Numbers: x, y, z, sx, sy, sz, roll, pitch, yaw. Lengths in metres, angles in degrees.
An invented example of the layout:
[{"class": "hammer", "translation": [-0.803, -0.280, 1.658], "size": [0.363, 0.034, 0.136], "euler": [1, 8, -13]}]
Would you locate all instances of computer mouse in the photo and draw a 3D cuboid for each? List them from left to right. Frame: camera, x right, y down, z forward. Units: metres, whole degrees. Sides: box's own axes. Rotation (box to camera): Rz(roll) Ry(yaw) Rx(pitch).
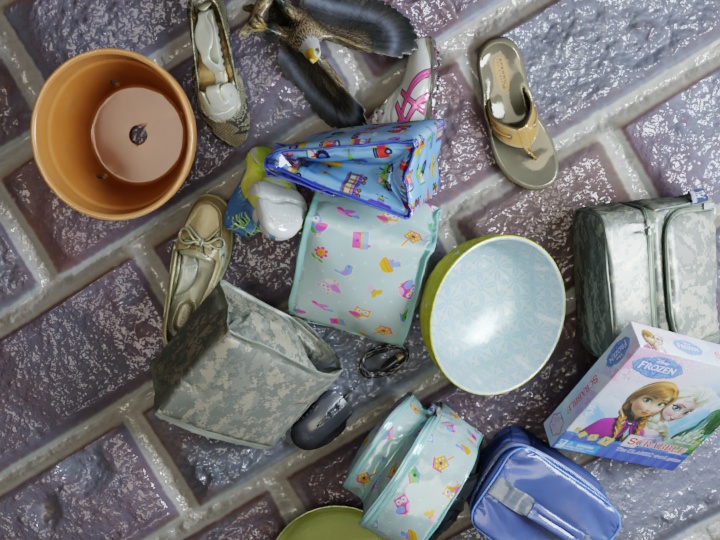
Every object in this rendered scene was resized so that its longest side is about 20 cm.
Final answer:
[{"class": "computer mouse", "translation": [-0.015, 0.168, 1.385], "size": [0.200, 0.034, 0.059], "euler": [-44, 93, 6]}]

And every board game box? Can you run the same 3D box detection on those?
[{"class": "board game box", "translation": [0.361, 0.161, 1.283], "size": [0.197, 0.042, 0.201], "euler": [13, 131, -21]}]

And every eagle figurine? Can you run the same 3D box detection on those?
[{"class": "eagle figurine", "translation": [-0.051, -0.282, 1.294], "size": [0.198, 0.151, 0.153], "euler": [26, 60, -26]}]

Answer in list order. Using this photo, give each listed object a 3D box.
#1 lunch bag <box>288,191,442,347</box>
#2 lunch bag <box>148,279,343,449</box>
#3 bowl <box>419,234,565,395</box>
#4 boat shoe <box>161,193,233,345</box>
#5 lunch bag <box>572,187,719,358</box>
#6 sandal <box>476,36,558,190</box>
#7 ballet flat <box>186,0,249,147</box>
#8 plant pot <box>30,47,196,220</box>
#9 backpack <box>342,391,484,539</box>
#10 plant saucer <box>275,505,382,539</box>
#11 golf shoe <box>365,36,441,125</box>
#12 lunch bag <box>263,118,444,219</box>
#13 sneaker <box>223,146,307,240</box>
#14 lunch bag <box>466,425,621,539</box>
[{"class": "lunch bag", "translation": [0.000, 0.000, 1.318], "size": [0.168, 0.123, 0.202], "euler": [15, 130, 0]}, {"class": "lunch bag", "translation": [-0.141, 0.132, 1.329], "size": [0.199, 0.118, 0.164], "euler": [30, 114, -32]}, {"class": "bowl", "translation": [0.148, 0.046, 1.314], "size": [0.197, 0.107, 0.204], "euler": [-6, 105, -25]}, {"class": "boat shoe", "translation": [-0.216, 0.001, 1.357], "size": [0.072, 0.063, 0.204], "euler": [19, 98, 0]}, {"class": "lunch bag", "translation": [0.364, 0.005, 1.302], "size": [0.165, 0.139, 0.204], "euler": [-6, 96, -7]}, {"class": "sandal", "translation": [0.196, -0.197, 1.320], "size": [0.079, 0.054, 0.203], "euler": [-16, 96, 4]}, {"class": "ballet flat", "translation": [-0.186, -0.256, 1.318], "size": [0.067, 0.075, 0.204], "euler": [-10, 97, 3]}, {"class": "plant pot", "translation": [-0.292, -0.168, 1.301], "size": [0.196, 0.140, 0.204], "euler": [0, 97, 3]}, {"class": "backpack", "translation": [0.067, 0.256, 1.308], "size": [0.152, 0.200, 0.177], "euler": [36, 98, -2]}, {"class": "plant saucer", "translation": [-0.030, 0.413, 1.417], "size": [0.196, 0.031, 0.204], "euler": [0, 97, 3]}, {"class": "golf shoe", "translation": [0.052, -0.197, 1.317], "size": [0.090, 0.073, 0.204], "euler": [10, 98, 2]}, {"class": "lunch bag", "translation": [-0.013, -0.135, 1.238], "size": [0.197, 0.151, 0.096], "euler": [9, 109, 16]}, {"class": "sneaker", "translation": [-0.121, -0.068, 1.291], "size": [0.075, 0.201, 0.106], "euler": [22, 115, -19]}, {"class": "lunch bag", "translation": [0.236, 0.311, 1.342], "size": [0.198, 0.132, 0.137], "euler": [33, 97, -2]}]
